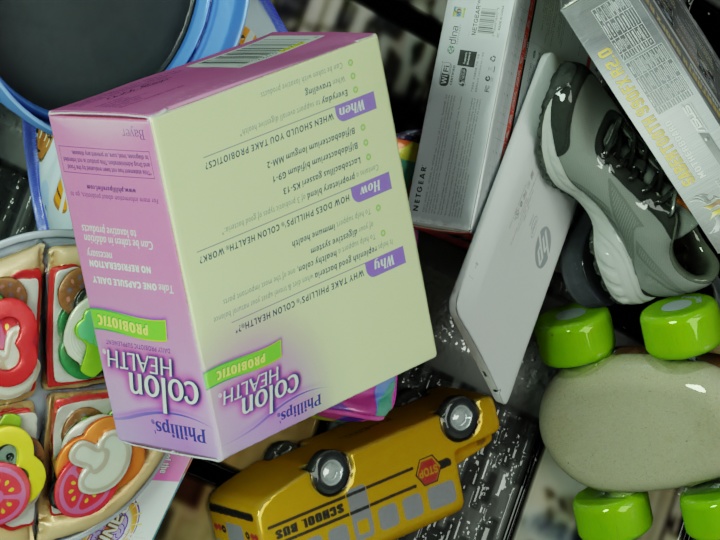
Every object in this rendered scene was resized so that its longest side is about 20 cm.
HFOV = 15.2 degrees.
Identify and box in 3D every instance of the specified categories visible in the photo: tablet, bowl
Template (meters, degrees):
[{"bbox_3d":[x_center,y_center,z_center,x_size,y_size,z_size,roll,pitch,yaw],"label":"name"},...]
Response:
[{"bbox_3d":[0.109,-0.027,1.756,0.201,0.014,0.130,-68,152,-25],"label":"tablet"},{"bbox_3d":[-0.151,-0.172,1.539,0.200,0.039,0.202,-6,100,-40],"label":"bowl"}]

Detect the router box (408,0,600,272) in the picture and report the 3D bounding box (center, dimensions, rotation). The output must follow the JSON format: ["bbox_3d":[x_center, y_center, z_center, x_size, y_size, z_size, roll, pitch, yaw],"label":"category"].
[{"bbox_3d":[0.102,-0.110,1.788,0.179,0.049,0.201,22,79,-65],"label":"router box"}]

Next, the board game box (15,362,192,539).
[{"bbox_3d":[-0.205,0.120,1.615,0.199,0.040,0.154,17,106,-35],"label":"board game box"}]

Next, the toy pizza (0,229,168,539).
[{"bbox_3d":[-0.183,0.075,1.554,0.199,0.032,0.201,-11,113,-29],"label":"toy pizza"}]

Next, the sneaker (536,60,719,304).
[{"bbox_3d":[0.177,-0.060,1.765,0.201,0.079,0.074,58,45,-35],"label":"sneaker"}]

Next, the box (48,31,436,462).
[{"bbox_3d":[-0.065,-0.019,1.541,0.175,0.096,0.201,-24,110,-39],"label":"box"}]

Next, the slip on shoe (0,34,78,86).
[{"bbox_3d":[-0.172,-0.168,1.595,0.200,0.076,0.061,-30,145,-39],"label":"slip on shoe"}]

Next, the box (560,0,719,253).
[{"bbox_3d":[0.199,-0.130,1.749,0.048,0.159,0.200,-29,111,17],"label":"box"}]

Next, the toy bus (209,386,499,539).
[{"bbox_3d":[0.000,0.140,1.774,0.199,0.065,0.079,-20,104,-31],"label":"toy bus"}]

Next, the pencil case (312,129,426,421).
[{"bbox_3d":[0.000,0.000,1.756,0.088,0.088,0.201,14,87,-33],"label":"pencil case"}]

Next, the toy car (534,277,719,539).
[{"bbox_3d":[0.228,0.078,1.908,0.200,0.157,0.165,-38,119,-57],"label":"toy car"}]

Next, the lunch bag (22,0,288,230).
[{"bbox_3d":[-0.113,-0.062,1.655,0.169,0.124,0.201,-12,93,-27],"label":"lunch bag"}]

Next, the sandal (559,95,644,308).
[{"bbox_3d":[0.194,-0.054,1.876,0.076,0.043,0.201,51,45,-35],"label":"sandal"}]
